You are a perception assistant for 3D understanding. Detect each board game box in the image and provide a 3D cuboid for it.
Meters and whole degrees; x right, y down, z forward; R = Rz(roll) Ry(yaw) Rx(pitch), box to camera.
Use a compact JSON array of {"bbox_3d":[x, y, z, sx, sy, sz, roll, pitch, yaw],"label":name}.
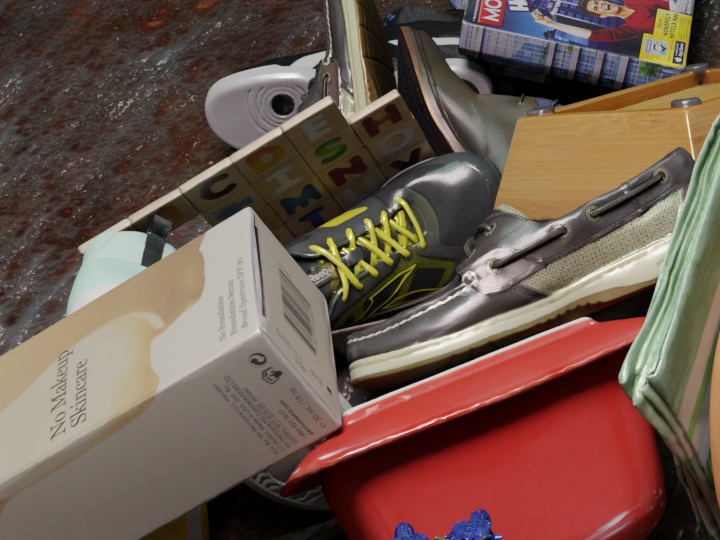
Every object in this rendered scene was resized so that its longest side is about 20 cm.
[{"bbox_3d":[0.131,-0.194,1.358,0.198,0.062,0.201,12,42,6],"label":"board game box"}]

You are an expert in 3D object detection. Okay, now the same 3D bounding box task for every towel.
[{"bbox_3d":[0.178,0.046,0.929,0.023,0.200,0.153,5,57,32],"label":"towel"}]

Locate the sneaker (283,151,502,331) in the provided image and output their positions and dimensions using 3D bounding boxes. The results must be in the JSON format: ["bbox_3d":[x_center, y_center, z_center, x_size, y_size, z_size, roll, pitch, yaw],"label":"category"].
[{"bbox_3d":[0.000,0.000,1.154,0.199,0.075,0.085,-35,-4,7],"label":"sneaker"}]

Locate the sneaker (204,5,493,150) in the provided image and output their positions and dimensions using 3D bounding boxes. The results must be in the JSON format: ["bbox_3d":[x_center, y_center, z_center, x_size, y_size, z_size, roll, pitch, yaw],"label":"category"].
[{"bbox_3d":[-0.006,-0.135,1.385,0.198,0.073,0.112,-3,34,4],"label":"sneaker"}]

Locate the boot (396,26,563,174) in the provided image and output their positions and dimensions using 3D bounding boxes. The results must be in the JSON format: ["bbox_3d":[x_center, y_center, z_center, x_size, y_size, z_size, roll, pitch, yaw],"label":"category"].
[{"bbox_3d":[0.088,-0.085,1.263,0.096,0.075,0.201,-13,56,-11],"label":"boot"}]

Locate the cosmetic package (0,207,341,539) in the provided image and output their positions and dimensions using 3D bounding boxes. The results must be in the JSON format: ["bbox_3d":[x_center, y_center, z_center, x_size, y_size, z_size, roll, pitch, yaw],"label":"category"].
[{"bbox_3d":[-0.112,0.067,0.929,0.199,0.071,0.105,-31,33,13],"label":"cosmetic package"}]

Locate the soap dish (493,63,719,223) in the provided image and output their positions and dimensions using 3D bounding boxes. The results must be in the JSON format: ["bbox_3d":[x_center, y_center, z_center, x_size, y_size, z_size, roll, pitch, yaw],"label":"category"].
[{"bbox_3d":[0.196,-0.070,1.130,0.199,0.082,0.157,-18,12,-39],"label":"soap dish"}]

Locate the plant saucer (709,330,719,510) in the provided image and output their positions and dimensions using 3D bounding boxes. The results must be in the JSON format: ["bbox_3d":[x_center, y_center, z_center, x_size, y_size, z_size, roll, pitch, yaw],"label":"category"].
[{"bbox_3d":[0.212,0.071,0.914,0.037,0.201,0.200,-2,37,35],"label":"plant saucer"}]

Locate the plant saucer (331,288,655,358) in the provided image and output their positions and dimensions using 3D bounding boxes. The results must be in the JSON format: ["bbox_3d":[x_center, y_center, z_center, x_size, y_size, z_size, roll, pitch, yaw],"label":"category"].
[{"bbox_3d":[0.080,0.026,1.089,0.199,0.032,0.200,-14,-1,0],"label":"plant saucer"}]

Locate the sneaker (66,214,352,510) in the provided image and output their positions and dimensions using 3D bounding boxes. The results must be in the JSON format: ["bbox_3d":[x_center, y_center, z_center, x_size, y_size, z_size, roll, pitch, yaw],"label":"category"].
[{"bbox_3d":[-0.071,0.046,1.083,0.074,0.200,0.118,-47,22,16],"label":"sneaker"}]

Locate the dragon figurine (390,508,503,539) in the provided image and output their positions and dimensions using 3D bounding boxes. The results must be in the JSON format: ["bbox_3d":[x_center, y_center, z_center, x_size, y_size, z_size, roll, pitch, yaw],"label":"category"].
[{"bbox_3d":[0.037,0.192,0.814,0.058,0.100,0.201,-11,37,15],"label":"dragon figurine"}]

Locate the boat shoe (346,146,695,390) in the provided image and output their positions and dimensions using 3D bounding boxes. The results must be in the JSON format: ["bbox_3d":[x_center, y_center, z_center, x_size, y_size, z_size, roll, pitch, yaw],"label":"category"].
[{"bbox_3d":[0.081,-0.001,0.958,0.200,0.066,0.072,-21,-7,0],"label":"boat shoe"}]

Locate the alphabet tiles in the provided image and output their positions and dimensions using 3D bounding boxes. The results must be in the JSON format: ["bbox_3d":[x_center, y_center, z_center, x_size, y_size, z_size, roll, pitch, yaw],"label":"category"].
[{"bbox_3d":[-0.051,-0.035,1.162,0.199,0.167,0.008,-30,66,4],"label":"alphabet tiles"}]

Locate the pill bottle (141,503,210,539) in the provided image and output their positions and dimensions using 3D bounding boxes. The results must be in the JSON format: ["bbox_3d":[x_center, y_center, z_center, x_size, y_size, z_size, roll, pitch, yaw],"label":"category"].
[{"bbox_3d":[-0.131,0.149,1.018,0.109,0.110,0.200,-15,36,2],"label":"pill bottle"}]

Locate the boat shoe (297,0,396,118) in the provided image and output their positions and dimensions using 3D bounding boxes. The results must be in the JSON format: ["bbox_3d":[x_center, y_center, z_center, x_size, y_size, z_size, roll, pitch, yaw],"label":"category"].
[{"bbox_3d":[-0.011,-0.103,1.278,0.064,0.073,0.201,-14,67,16],"label":"boat shoe"}]

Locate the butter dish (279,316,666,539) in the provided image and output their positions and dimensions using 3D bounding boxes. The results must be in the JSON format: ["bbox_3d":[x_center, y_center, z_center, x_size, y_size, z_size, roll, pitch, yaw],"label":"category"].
[{"bbox_3d":[0.072,0.120,0.961,0.199,0.149,0.199,-21,-8,-7],"label":"butter dish"}]
